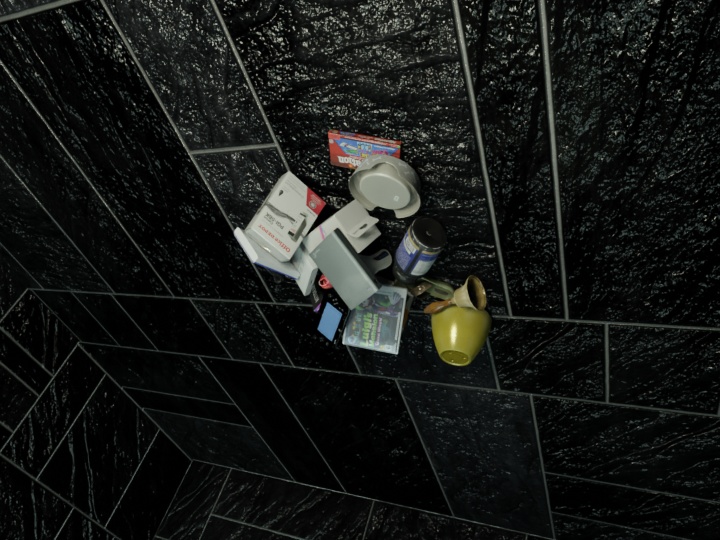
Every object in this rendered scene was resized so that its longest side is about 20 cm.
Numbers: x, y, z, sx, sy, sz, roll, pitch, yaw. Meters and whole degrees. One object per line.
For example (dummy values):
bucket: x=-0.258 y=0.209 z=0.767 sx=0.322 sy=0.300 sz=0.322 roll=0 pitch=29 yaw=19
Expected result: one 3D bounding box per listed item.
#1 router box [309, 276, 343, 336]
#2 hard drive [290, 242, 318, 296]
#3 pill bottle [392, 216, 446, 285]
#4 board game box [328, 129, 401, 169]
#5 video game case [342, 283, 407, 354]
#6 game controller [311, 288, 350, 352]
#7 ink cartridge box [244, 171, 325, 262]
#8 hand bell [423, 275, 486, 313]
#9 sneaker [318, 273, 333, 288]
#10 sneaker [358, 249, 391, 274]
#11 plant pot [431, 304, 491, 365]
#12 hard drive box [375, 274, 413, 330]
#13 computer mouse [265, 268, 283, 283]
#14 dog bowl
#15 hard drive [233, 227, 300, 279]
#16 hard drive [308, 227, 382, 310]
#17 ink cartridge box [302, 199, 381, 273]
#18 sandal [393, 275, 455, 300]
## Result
router box: x=-0.100 y=0.119 z=1.907 sx=0.051 sy=0.201 sz=0.149 roll=-44 pitch=114 yaw=8
hard drive: x=-0.196 y=-0.043 z=1.746 sx=0.202 sy=0.026 sz=0.133 roll=56 pitch=147 yaw=24
pill bottle: x=0.160 y=-0.049 z=1.634 sx=0.109 sy=0.114 sz=0.202 roll=25 pitch=142 yaw=-2
board game box: x=0.012 y=-0.304 z=1.497 sx=0.193 sy=0.020 sz=0.105 roll=13 pitch=141 yaw=14
video game case: x=0.043 y=0.140 z=1.744 sx=0.175 sy=0.023 sz=0.207 roll=9 pitch=102 yaw=7
game controller: x=-0.090 y=0.155 z=1.764 sx=0.104 sy=0.041 sz=0.204 roll=41 pitch=127 yaw=28
ink cartridge box: x=-0.212 y=-0.150 z=1.632 sx=0.146 sy=0.203 sz=0.082 roll=37 pitch=162 yaw=-19
hand bell: x=0.272 y=0.095 z=1.740 sx=0.197 sy=0.106 sz=0.104 roll=-24 pitch=123 yaw=41
sneaker: x=-0.097 y=0.020 z=1.784 sx=0.076 sy=0.085 sz=0.200 roll=66 pitch=164 yaw=1
sneaker: x=0.000 y=0.000 z=1.718 sx=0.111 sy=0.197 sz=0.075 roll=-30 pitch=80 yaw=43
plant pot: x=0.307 y=0.210 z=1.808 sx=0.193 sy=0.145 sz=0.203 roll=12 pitch=146 yaw=8
hard drive box: x=0.060 y=0.108 z=1.831 sx=0.194 sy=0.159 sz=0.078 roll=20 pitch=142 yaw=3
computer mouse: x=-0.246 y=-0.015 z=1.948 sx=0.196 sy=0.044 sz=0.111 roll=-10 pitch=126 yaw=43
dog bowl: x=0.069 y=-0.221 z=1.501 sx=0.194 sy=0.060 sz=0.202 roll=17 pitch=154 yaw=8
hard drive: x=-0.270 y=-0.047 z=1.675 sx=0.025 sy=0.133 sz=0.198 roll=-46 pitch=148 yaw=11
hard drive: x=-0.044 y=-0.002 z=1.594 sx=0.202 sy=0.033 sz=0.139 roll=52 pitch=136 yaw=-1
ink cartridge box: x=-0.048 y=-0.103 z=1.647 sx=0.198 sy=0.128 sz=0.127 roll=-30 pitch=98 yaw=45
sandal: x=0.196 y=0.058 z=1.778 sx=0.194 sy=0.059 sz=0.081 roll=15 pitch=146 yaw=8
